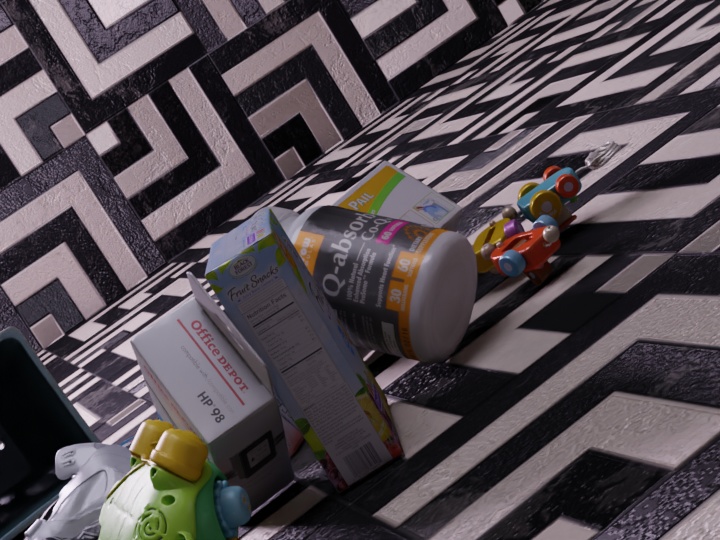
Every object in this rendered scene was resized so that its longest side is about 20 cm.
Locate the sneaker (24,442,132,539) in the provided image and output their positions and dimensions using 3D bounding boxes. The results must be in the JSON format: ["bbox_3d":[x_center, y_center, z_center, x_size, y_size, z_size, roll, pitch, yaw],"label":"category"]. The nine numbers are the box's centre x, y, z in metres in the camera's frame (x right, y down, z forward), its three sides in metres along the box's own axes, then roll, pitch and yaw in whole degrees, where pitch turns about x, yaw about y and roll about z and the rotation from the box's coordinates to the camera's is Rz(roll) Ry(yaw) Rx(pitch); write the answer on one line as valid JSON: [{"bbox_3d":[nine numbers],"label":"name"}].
[{"bbox_3d":[-0.254,0.225,1.363,0.199,0.076,0.115,-31,40,-16],"label":"sneaker"}]

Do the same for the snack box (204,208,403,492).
[{"bbox_3d":[-0.046,0.058,1.253,0.067,0.201,0.169,-32,10,2],"label":"snack box"}]

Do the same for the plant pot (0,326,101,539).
[{"bbox_3d":[-0.444,0.214,1.843,0.195,0.197,0.200,-37,2,-24],"label":"plant pot"}]

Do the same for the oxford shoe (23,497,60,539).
[{"bbox_3d":[-0.289,0.261,1.430,0.084,0.073,0.200,-27,11,46],"label":"oxford shoe"}]

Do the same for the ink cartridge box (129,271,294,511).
[{"bbox_3d":[-0.118,0.103,1.236,0.066,0.116,0.201,-34,-28,-16],"label":"ink cartridge box"}]

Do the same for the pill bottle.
[{"bbox_3d":[-0.005,0.007,1.382,0.198,0.118,0.116,12,32,25],"label":"pill bottle"}]

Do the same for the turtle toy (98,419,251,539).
[{"bbox_3d":[-0.145,0.196,1.172,0.147,0.100,0.200,-65,17,-8],"label":"turtle toy"}]

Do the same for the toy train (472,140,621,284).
[{"bbox_3d":[0.175,-0.038,1.464,0.150,0.056,0.200,-19,20,50],"label":"toy train"}]

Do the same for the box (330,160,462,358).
[{"bbox_3d":[0.000,0.000,1.556,0.200,0.101,0.113,-42,-25,-38],"label":"box"}]

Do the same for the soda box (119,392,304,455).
[{"bbox_3d":[-0.144,0.163,1.437,0.199,0.069,0.064,-27,11,26],"label":"soda box"}]
